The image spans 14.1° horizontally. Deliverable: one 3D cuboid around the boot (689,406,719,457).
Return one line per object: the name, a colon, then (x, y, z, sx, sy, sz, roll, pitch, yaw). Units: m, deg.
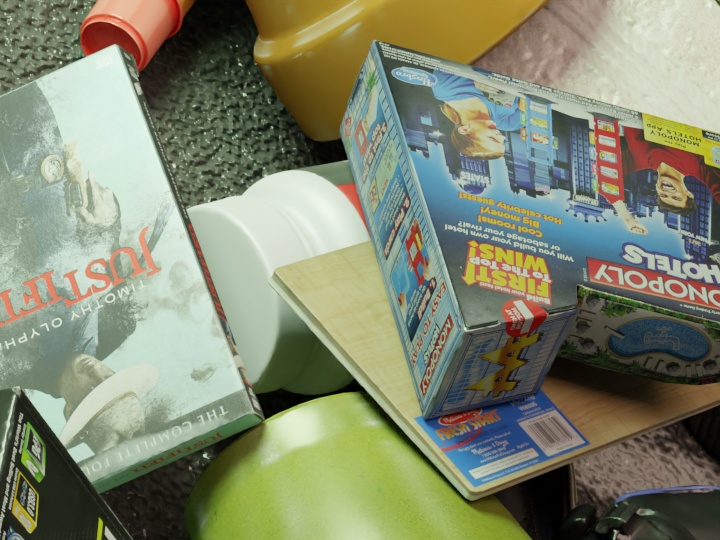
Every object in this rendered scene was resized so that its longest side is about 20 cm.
boot: (0.253, 0.005, 1.629, 0.070, 0.201, 0.131, 36, 42, 21)

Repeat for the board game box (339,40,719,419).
board game box: (0.088, -0.004, 1.379, 0.199, 0.062, 0.200, 15, 40, -9)

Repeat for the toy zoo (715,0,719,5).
toy zoo: (0.220, -0.116, 1.617, 0.131, 0.020, 0.200, 52, 1, -6)

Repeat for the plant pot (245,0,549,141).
plant pot: (-0.002, -0.201, 1.522, 0.184, 0.200, 0.200, 52, 42, -15)

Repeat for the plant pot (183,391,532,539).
plant pot: (0.010, 0.166, 1.332, 0.200, 0.201, 0.193, 2, 48, -37)

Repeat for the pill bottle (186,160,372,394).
pill bottle: (0.000, 0.000, 1.481, 0.199, 0.114, 0.114, -12, 68, -42)

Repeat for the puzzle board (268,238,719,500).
puzzle board: (0.071, 0.034, 1.395, 0.199, 0.017, 0.151, -17, 55, -43)

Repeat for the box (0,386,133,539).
box: (-0.135, 0.184, 1.222, 0.193, 0.047, 0.201, 58, 29, -43)

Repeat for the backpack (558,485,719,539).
backpack: (0.193, 0.205, 1.381, 0.199, 0.154, 0.191, -4, 50, -23)

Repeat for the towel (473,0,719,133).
towel: (0.151, -0.078, 1.504, 0.132, 0.035, 0.200, -41, 76, -16)

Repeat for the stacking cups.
stacking cups: (-0.097, -0.182, 1.579, 0.060, 0.060, 0.200, 40, 45, -7)

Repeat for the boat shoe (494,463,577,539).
boat shoe: (0.073, 0.159, 1.463, 0.072, 0.060, 0.202, 24, 48, -23)

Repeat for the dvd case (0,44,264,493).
dvd case: (-0.144, 0.009, 1.361, 0.022, 0.145, 0.201, 53, 15, -69)
